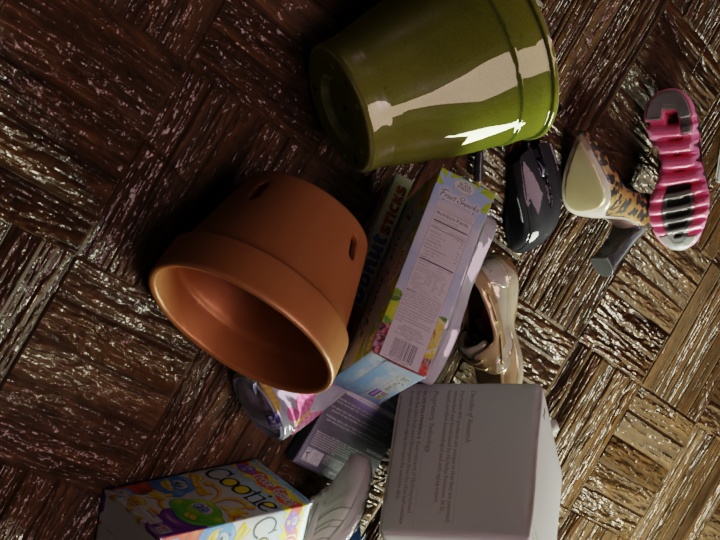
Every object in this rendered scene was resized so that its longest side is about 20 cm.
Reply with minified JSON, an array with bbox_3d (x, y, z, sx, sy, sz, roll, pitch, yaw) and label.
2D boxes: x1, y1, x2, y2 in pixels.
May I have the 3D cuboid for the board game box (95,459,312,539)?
[{"bbox_3d":[-0.163,0.276,1.569,0.198,0.104,0.104,-5,115,-44],"label":"board game box"}]

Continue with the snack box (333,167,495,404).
[{"bbox_3d":[0.049,0.019,1.516,0.067,0.169,0.202,24,72,-9],"label":"snack box"}]

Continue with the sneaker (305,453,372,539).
[{"bbox_3d":[-0.058,0.284,1.691,0.202,0.099,0.078,-61,176,-13],"label":"sneaker"}]

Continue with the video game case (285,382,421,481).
[{"bbox_3d":[0.010,0.147,1.735,0.142,0.019,0.202,33,86,-49],"label":"video game case"}]

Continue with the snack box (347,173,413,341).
[{"bbox_3d":[0.000,0.000,1.557,0.024,0.072,0.202,26,68,-11],"label":"snack box"}]

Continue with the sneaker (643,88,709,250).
[{"bbox_3d":[0.401,-0.128,1.905,0.095,0.078,0.203,-27,116,-68],"label":"sneaker"}]

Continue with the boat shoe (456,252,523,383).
[{"bbox_3d":[0.145,0.080,1.797,0.069,0.073,0.203,-20,116,-33],"label":"boat shoe"}]

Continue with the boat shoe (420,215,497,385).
[{"bbox_3d":[0.088,0.025,1.713,0.066,0.074,0.202,21,87,-4],"label":"boat shoe"}]

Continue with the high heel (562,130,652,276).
[{"bbox_3d":[0.309,-0.113,1.868,0.143,0.071,0.202,-48,133,-37],"label":"high heel"}]

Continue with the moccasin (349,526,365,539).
[{"bbox_3d":[-0.046,0.361,1.750,0.068,0.079,0.203,106,-3,-78],"label":"moccasin"}]

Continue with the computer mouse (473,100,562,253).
[{"bbox_3d":[0.185,-0.096,1.751,0.139,0.046,0.202,-22,126,-37],"label":"computer mouse"}]

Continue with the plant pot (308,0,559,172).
[{"bbox_3d":[0.059,-0.190,1.482,0.191,0.200,0.202,-23,128,-19],"label":"plant pot"}]

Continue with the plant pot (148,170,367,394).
[{"bbox_3d":[-0.082,0.003,1.446,0.141,0.198,0.201,-59,141,-26],"label":"plant pot"}]

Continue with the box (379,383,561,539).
[{"bbox_3d":[0.132,0.262,1.733,0.200,0.169,0.202,71,23,-50],"label":"box"}]

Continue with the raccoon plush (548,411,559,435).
[{"bbox_3d":[0.167,0.240,1.896,0.199,0.096,0.136,-28,122,-31],"label":"raccoon plush"}]

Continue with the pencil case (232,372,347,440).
[{"bbox_3d":[-0.041,0.091,1.604,0.199,0.083,0.092,-35,118,-26],"label":"pencil case"}]

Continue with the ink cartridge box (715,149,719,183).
[{"bbox_3d":[0.598,-0.156,2.057,0.198,0.144,0.085,-21,126,-35],"label":"ink cartridge box"}]
